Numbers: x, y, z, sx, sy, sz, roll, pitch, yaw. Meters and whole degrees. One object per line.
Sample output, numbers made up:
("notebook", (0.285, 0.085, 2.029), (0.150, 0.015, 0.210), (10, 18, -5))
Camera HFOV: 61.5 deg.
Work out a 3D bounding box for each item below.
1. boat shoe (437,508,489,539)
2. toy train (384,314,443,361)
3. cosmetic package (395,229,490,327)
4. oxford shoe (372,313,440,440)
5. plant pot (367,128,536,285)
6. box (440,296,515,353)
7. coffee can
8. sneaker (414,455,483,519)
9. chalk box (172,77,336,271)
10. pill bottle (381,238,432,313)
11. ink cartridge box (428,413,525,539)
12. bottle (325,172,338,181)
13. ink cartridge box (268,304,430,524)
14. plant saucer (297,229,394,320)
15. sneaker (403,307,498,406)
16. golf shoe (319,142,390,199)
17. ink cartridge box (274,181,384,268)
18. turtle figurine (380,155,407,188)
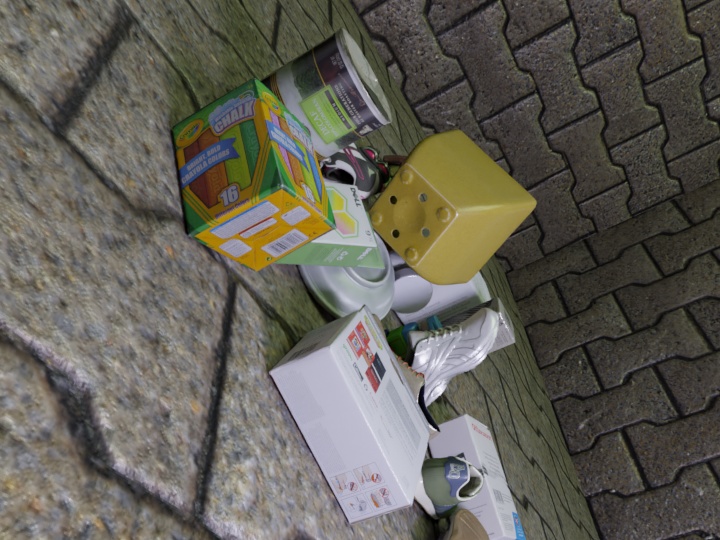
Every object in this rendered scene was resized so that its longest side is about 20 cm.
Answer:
("boat shoe", (0.133, 0.396, 0.844), (0.072, 0.065, 0.200), (49, 13, 12))
("toy train", (0.115, 0.178, 1.004), (0.201, 0.115, 0.085), (62, 18, -6))
("cosmetic package", (0.163, 0.041, 1.255), (0.200, 0.166, 0.168), (55, 19, -30))
("oxford shoe", (0.055, 0.148, 0.855), (0.201, 0.075, 0.070), (69, 19, 6))
("plant pot", (0.124, -0.095, 0.969), (0.194, 0.196, 0.200), (47, 29, 17))
("box", (0.183, 0.129, 1.130), (0.069, 0.199, 0.082), (60, 17, -12))
("coffee can", (-0.075, -0.233, 0.881), (0.147, 0.199, 0.147), (54, 20, -29))
("sneaker", (0.137, 0.316, 0.877), (0.200, 0.089, 0.067), (56, 27, -53))
("chalk box", (-0.128, -0.126, 0.707), (0.124, 0.124, 0.201), (35, 32, -58))
("pill bottle", (0.070, -0.014, 1.114), (0.113, 0.112, 0.200), (52, 14, -34))
("ink cartridge box", (0.195, 0.365, 1.032), (0.146, 0.084, 0.201), (42, 27, -52))
("bottle", (-0.063, -0.174, 1.043), (0.083, 0.065, 0.201), (13, 46, -30))
("ink cartridge box", (-0.001, 0.163, 0.736), (0.201, 0.084, 0.176), (63, 19, -5))
("plant saucer", (-0.008, -0.017, 0.916), (0.200, 0.050, 0.201), (25, 50, -35))
("sneaker", (0.122, 0.118, 0.922), (0.099, 0.200, 0.078), (47, -2, -10))
("golf shoe", (-0.044, -0.193, 0.970), (0.200, 0.077, 0.088), (43, 53, 14))
("ink cartridge box", (-0.042, -0.064, 0.830), (0.199, 0.059, 0.104), (3, 57, -37))
("turtle figurine", (0.036, -0.184, 1.356), (0.193, 0.199, 0.145), (4, 83, -48))
